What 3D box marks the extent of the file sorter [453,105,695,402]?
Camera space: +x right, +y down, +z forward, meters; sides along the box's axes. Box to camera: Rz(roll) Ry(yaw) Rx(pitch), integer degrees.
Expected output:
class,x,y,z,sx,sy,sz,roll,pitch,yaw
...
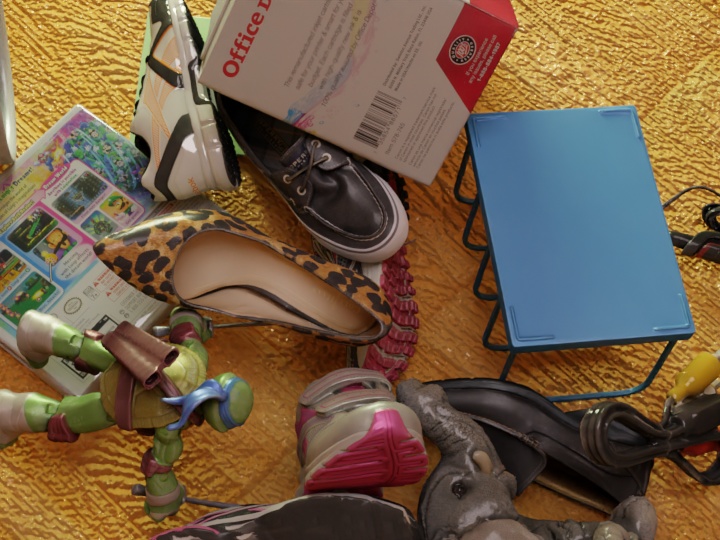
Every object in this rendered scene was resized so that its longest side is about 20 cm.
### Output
class,x,y,z,sx,sy,sz,roll,pitch,yaw
file sorter,0.155,-0.010,1.166,0.138,0.123,0.201,-4,62,-10

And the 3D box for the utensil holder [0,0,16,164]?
class,x,y,z,sx,sy,sz,roll,pitch,yaw
utensil holder,-0.378,-0.159,1.158,0.198,0.170,0.171,-6,62,-9

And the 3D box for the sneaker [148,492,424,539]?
class,x,y,z,sx,sy,sz,roll,pitch,yaw
sneaker,-0.053,0.186,1.033,0.198,0.086,0.081,-3,96,7

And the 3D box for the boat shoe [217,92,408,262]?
class,x,y,z,sx,sy,sz,roll,pitch,yaw
boat shoe,-0.043,-0.084,1.145,0.070,0.066,0.200,-43,60,4

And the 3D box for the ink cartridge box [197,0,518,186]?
class,x,y,z,sx,sy,sz,roll,pitch,yaw
ink cartridge box,-0.006,-0.189,1.143,0.199,0.146,0.145,24,26,-14

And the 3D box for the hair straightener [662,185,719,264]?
class,x,y,z,sx,sy,sz,roll,pitch,yaw
hair straightener,0.337,-0.025,1.252,0.198,0.041,0.077,13,60,5

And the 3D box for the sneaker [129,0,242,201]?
class,x,y,z,sx,sy,sz,roll,pitch,yaw
sneaker,-0.155,-0.143,1.206,0.079,0.074,0.201,-19,57,6

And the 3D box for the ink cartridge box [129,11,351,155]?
class,x,y,z,sx,sy,sz,roll,pitch,yaw
ink cartridge box,-0.089,-0.165,1.267,0.198,0.048,0.147,7,61,-6

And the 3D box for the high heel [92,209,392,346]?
class,x,y,z,sx,sy,sz,roll,pitch,yaw
high heel,-0.078,0.008,1.048,0.199,0.142,0.072,9,101,-30

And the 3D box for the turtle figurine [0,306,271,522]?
class,x,y,z,sx,sy,sz,roll,pitch,yaw
turtle figurine,-0.153,0.100,1.078,0.192,0.200,0.145,8,97,17

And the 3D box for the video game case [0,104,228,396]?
class,x,y,z,sx,sy,sz,roll,pitch,yaw
video game case,-0.222,-0.017,1.181,0.182,0.024,0.200,35,63,13

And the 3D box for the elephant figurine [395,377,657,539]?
class,x,y,z,sx,sy,sz,roll,pitch,yaw
elephant figurine,0.095,0.195,1.046,0.198,0.142,0.156,17,38,0

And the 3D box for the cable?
class,x,y,z,sx,sy,sz,roll,pitch,yaw
cable,0.220,0.122,1.100,0.199,0.050,0.098,-12,103,-41

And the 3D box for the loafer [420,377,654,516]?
class,x,y,z,sx,sy,sz,roll,pitch,yaw
loafer,0.124,0.132,1.114,0.198,0.073,0.073,12,63,1

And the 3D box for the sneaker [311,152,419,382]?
class,x,y,z,sx,sy,sz,roll,pitch,yaw
sneaker,0.000,0.000,1.177,0.074,0.081,0.201,-13,60,19

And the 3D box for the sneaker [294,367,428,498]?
class,x,y,z,sx,sy,sz,roll,pitch,yaw
sneaker,-0.009,0.108,1.027,0.081,0.200,0.089,0,76,-15
